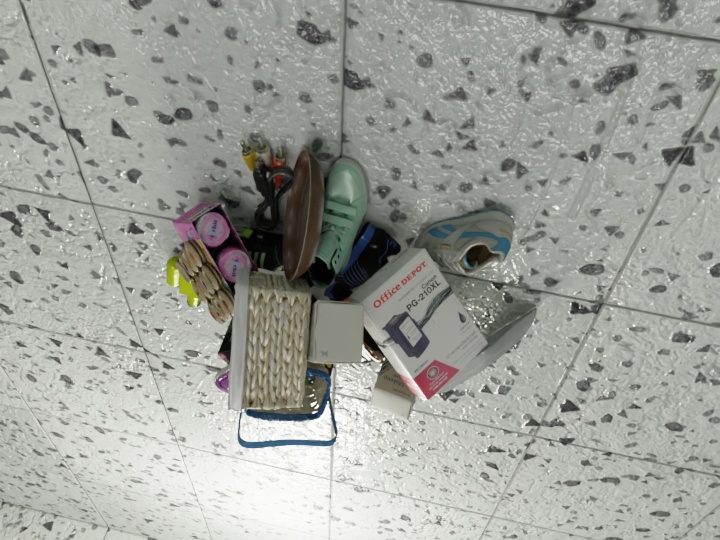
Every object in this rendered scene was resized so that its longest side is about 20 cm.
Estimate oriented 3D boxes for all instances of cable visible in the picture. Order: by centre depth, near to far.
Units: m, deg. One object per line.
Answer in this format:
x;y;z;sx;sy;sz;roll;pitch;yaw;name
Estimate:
-0.146;-0.139;1.119;0.095;0.051;0.202;13;150;10;cable

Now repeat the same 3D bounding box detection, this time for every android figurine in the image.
-0.305;0.019;1.341;0.178;0.042;0.202;20;141;-5;android figurine

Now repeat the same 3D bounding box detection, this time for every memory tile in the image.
-0.282;0.026;1.204;0.155;0.017;0.199;56;157;-3;memory tile

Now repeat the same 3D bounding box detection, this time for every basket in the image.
-0.147;0.110;1.063;0.120;0.136;0.206;5;100;-11;basket
-0.136;0.229;1.191;0.171;0.203;0.141;3;134;-14;basket

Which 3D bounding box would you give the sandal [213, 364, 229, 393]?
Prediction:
-0.229;0.209;1.322;0.081;0.051;0.202;32;134;-19;sandal

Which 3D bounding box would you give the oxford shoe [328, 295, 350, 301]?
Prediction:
-0.008;0.082;1.232;0.196;0.074;0.071;-20;165;-12;oxford shoe

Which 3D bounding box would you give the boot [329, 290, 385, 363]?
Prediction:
-0.015;0.120;1.331;0.096;0.075;0.201;-22;115;45;boot

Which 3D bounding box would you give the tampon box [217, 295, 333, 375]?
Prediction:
-0.164;0.149;1.372;0.196;0.128;0.151;-15;132;31;tampon box

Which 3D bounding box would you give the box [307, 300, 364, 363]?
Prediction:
-0.051;0.104;1.084;0.075;0.098;0.200;4;174;-11;box

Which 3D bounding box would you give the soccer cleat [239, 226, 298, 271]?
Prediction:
-0.176;-0.042;1.189;0.197;0.068;0.081;-7;131;46;soccer cleat

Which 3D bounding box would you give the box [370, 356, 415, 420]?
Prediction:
0.088;0.171;1.255;0.080;0.202;0.069;17;140;9;box

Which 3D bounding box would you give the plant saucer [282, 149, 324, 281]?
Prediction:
-0.089;-0.084;1.040;0.031;0.204;0.202;7;143;-15;plant saucer

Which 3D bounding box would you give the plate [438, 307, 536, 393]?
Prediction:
0.222;0.158;1.221;0.033;0.198;0.200;54;135;9;plate

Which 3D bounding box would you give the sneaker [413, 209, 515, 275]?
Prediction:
0.160;-0.035;1.097;0.197;0.082;0.076;-20;130;43;sneaker

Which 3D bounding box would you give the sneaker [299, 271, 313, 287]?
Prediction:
-0.080;-0.015;1.195;0.070;0.084;0.201;23;139;-10;sneaker

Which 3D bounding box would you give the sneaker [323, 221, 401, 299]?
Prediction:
0.000;0.000;1.197;0.077;0.071;0.201;30;137;-7;sneaker

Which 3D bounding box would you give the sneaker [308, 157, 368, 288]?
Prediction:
-0.037;-0.069;1.061;0.072;0.119;0.205;12;116;7;sneaker

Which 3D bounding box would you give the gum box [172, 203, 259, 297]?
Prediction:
-0.244;-0.015;1.182;0.113;0.066;0.203;9;130;57;gum box

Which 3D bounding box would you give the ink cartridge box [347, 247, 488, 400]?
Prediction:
0.094;0.085;1.104;0.202;0.144;0.084;54;167;-11;ink cartridge box
